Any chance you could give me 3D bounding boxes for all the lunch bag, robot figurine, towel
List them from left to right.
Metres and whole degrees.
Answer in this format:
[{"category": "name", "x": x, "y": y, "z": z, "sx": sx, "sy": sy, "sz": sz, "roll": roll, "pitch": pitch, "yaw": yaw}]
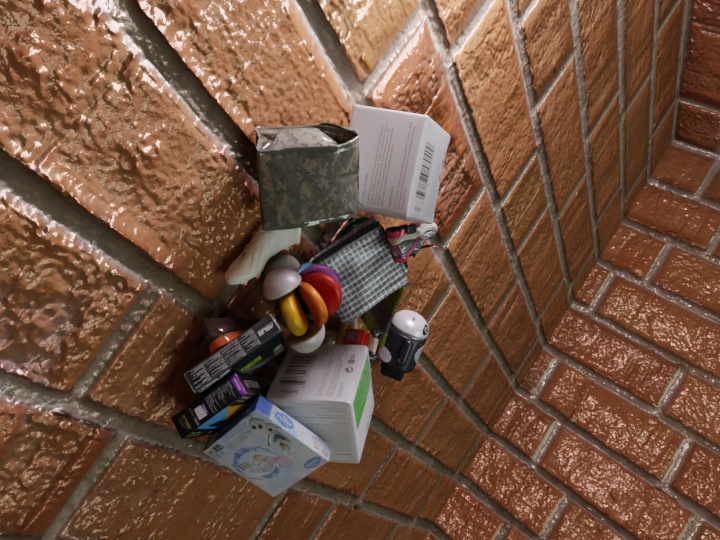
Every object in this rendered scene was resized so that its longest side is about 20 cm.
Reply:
[{"category": "lunch bag", "x": -0.094, "y": -0.177, "z": 1.097, "sx": 0.194, "sy": 0.119, "sz": 0.168, "roll": -5, "pitch": 126, "yaw": -9}, {"category": "towel", "x": 0.000, "y": 0.000, "z": 1.338, "sx": 0.197, "sy": 0.086, "sz": 0.168, "roll": -32, "pitch": 103, "yaw": -3}, {"category": "towel", "x": 0.058, "y": 0.075, "z": 1.512, "sx": 0.022, "sy": 0.144, "sz": 0.204, "roll": 1, "pitch": 123, "yaw": -29}, {"category": "robot figurine", "x": 0.125, "y": 0.218, "z": 1.732, "sx": 0.123, "sy": 0.150, "sz": 0.205, "roll": 10, "pitch": 108, "yaw": -41}]

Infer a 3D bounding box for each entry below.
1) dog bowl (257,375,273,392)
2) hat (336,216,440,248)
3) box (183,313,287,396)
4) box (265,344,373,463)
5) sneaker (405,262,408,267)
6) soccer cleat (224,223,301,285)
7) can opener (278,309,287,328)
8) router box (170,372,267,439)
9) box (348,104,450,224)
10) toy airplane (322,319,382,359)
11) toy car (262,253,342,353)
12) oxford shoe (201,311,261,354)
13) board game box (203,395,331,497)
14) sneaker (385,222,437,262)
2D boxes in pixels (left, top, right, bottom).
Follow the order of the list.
[{"category": "dog bowl", "x": -0.253, "y": 0.340, "z": 1.385, "sx": 0.198, "sy": 0.058, "sz": 0.204, "roll": -32, "pitch": 138, "yaw": -34}, {"category": "hat", "x": 0.048, "y": -0.023, "z": 1.403, "sx": 0.165, "sy": 0.174, "sz": 0.204, "roll": 25, "pitch": 95, "yaw": -58}, {"category": "box", "x": -0.242, "y": 0.180, "z": 1.187, "sx": 0.198, "sy": 0.048, "sz": 0.194, "roll": -35, "pitch": 170, "yaw": -13}, {"category": "box", "x": -0.084, "y": 0.294, "z": 1.330, "sx": 0.200, "sy": 0.194, "sz": 0.176, "roll": -68, "pitch": 156, "yaw": -59}, {"category": "sneaker", "x": 0.090, "y": 0.016, "z": 1.587, "sx": 0.077, "sy": 0.070, "sz": 0.205, "roll": -18, "pitch": 129, "yaw": -38}, {"category": "soccer cleat", "x": -0.198, "y": -0.048, "z": 1.171, "sx": 0.199, "sy": 0.068, "sz": 0.079, "roll": -42, "pitch": 133, "yaw": -33}, {"category": "can opener", "x": -0.141, "y": 0.135, "z": 1.401, "sx": 0.065, "sy": 0.054, "sz": 0.202, "roll": -19, "pitch": 138, "yaw": 3}, {"category": "router box", "x": -0.278, "y": 0.272, "z": 1.192, "sx": 0.147, "sy": 0.052, "sz": 0.200, "roll": -35, "pitch": 169, "yaw": -5}, {"category": "box", "x": 0.071, "y": -0.215, "z": 1.236, "sx": 0.199, "sy": 0.167, "sz": 0.205, "roll": -1, "pitch": 103, "yaw": -68}, {"category": "toy airplane", "x": -0.033, "y": 0.189, "z": 1.506, "sx": 0.137, "sy": 0.202, "sz": 0.204, "roll": 14, "pitch": 117, "yaw": -9}, {"category": "toy car", "x": -0.108, "y": 0.050, "z": 1.214, "sx": 0.147, "sy": 0.201, "sz": 0.178, "roll": -25, "pitch": 111, "yaw": 0}, {"category": "oxford shoe", "x": -0.252, "y": 0.113, "z": 1.210, "sx": 0.070, "sy": 0.074, "sz": 0.199, "roll": -35, "pitch": 171, "yaw": 15}, {"category": "board game box", "x": -0.196, "y": 0.375, "z": 1.240, "sx": 0.198, "sy": 0.044, "sz": 0.199, "roll": 40, "pitch": 121, "yaw": -18}, {"category": "sneaker", "x": 0.115, "y": -0.069, "z": 1.340, "sx": 0.198, "sy": 0.079, "sz": 0.077, "roll": -19, "pitch": 104, "yaw": -56}]
